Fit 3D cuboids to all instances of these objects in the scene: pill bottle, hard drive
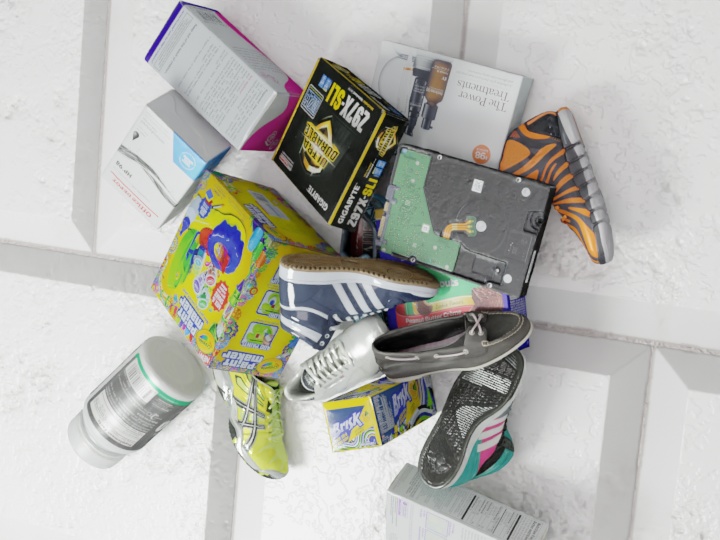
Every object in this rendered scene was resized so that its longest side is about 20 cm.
[{"bbox_3d":[-0.333,0.197,1.567,0.200,0.113,0.113,-41,77,22],"label":"pill bottle"},{"bbox_3d":[0.124,-0.063,1.293,0.199,0.038,0.141,18,101,23],"label":"hard drive"}]

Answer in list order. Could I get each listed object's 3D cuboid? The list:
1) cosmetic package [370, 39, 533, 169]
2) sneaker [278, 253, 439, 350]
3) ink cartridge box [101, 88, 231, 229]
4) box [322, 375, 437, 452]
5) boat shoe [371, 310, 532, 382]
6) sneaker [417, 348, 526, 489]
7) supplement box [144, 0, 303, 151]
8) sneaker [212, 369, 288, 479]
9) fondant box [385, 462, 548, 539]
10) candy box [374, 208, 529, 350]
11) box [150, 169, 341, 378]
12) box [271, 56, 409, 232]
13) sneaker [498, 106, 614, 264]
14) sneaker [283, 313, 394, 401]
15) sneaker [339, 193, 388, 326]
[{"bbox_3d":[0.104,-0.198,1.371,0.199,0.052,0.152,19,104,23],"label":"cosmetic package"},{"bbox_3d":[-0.006,0.044,1.325,0.199,0.070,0.109,6,109,-4],"label":"sneaker"},{"bbox_3d":[-0.283,-0.141,1.498,0.116,0.067,0.200,44,130,-1],"label":"ink cartridge box"},{"bbox_3d":[0.029,0.175,1.349,0.070,0.200,0.065,-12,89,24],"label":"box"},{"bbox_3d":[0.106,0.085,1.288,0.199,0.067,0.057,-19,128,22],"label":"boat shoe"},{"bbox_3d":[0.161,0.185,1.334,0.084,0.121,0.201,38,103,30],"label":"sneaker"},{"bbox_3d":[-0.182,-0.265,1.469,0.200,0.101,0.104,43,110,16],"label":"supplement box"},{"bbox_3d":[-0.143,0.196,1.500,0.076,0.075,0.201,-25,85,25],"label":"sneaker"},{"bbox_3d":[0.130,0.347,1.361,0.199,0.058,0.145,21,133,23],"label":"fondant box"},{"bbox_3d":[0.118,0.009,1.364,0.168,0.077,0.201,-6,91,25],"label":"candy box"},{"bbox_3d":[-0.157,0.004,1.427,0.200,0.122,0.193,44,113,45],"label":"box"},{"bbox_3d":[-0.031,-0.166,1.380,0.160,0.049,0.200,-61,37,17],"label":"box"},{"bbox_3d":[0.234,-0.090,1.300,0.112,0.078,0.201,-20,74,15],"label":"sneaker"},{"bbox_3d":[-0.027,0.123,1.399,0.200,0.080,0.077,-47,63,47],"label":"sneaker"},{"bbox_3d":[0.000,0.000,1.407,0.079,0.095,0.201,-4,92,25],"label":"sneaker"}]
